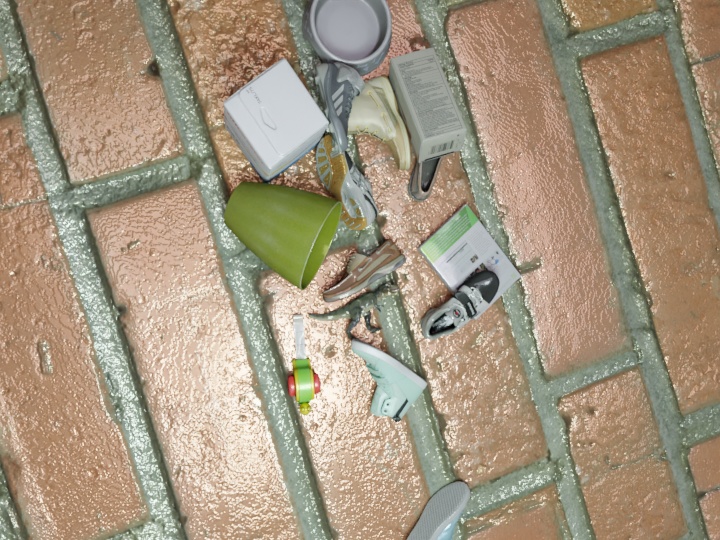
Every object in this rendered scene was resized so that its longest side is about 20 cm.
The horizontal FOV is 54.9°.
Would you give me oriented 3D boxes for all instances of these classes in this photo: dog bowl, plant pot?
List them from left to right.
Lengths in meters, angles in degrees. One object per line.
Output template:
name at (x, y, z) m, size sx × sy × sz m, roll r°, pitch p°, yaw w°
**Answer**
plant pot at (-0.162, -0.090, 1.365) m, size 0.196 × 0.187 × 0.191 m, roll 25°, pitch 85°, yaw 6°
dog bowl at (-0.023, -0.511, 1.441) m, size 0.194 × 0.059 × 0.206 m, roll 0°, pitch 89°, yaw -11°

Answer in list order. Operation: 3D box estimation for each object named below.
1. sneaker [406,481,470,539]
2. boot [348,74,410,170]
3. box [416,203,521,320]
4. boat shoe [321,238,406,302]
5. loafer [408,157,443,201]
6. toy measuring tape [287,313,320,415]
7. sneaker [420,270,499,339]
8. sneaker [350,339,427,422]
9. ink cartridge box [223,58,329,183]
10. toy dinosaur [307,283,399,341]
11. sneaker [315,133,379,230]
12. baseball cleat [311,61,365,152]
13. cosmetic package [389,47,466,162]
sneaker at (0.170, 0.543, 1.468) m, size 0.200 × 0.073 × 0.082 m, roll -47°, pitch 127°, yaw -12°
boot at (0.014, -0.288, 1.436) m, size 0.152 × 0.073 × 0.205 m, roll -19°, pitch 91°, yaw -10°
box at (0.234, -0.018, 1.494) m, size 0.144 × 0.036 × 0.201 m, roll -40°, pitch 97°, yaw -8°
boat shoe at (0.000, 0.000, 1.435) m, size 0.197 × 0.076 × 0.073 m, roll -30°, pitch 91°, yaw -19°
loafer at (0.151, -0.248, 1.466) m, size 0.070 × 0.063 × 0.206 m, roll 13°, pitch 87°, yaw -10°
toy measuring tape at (-0.118, 0.193, 1.409) m, size 0.071 × 0.074 × 0.206 m, roll -4°, pitch 90°, yaw -10°
sneaker at (0.211, 0.081, 1.433) m, size 0.199 × 0.089 × 0.074 m, roll -41°, pitch 95°, yaw 9°
sneaker at (0.038, 0.232, 1.421) m, size 0.199 × 0.073 × 0.120 m, roll 37°, pitch 84°, yaw -22°
ink cartridge box at (-0.167, -0.281, 1.339) m, size 0.145 × 0.200 × 0.148 m, roll -37°, pitch 96°, yaw -8°
toy dinosaur at (-0.004, 0.096, 1.446) m, size 0.196 × 0.047 × 0.090 m, roll -21°, pitch 90°, yaw -5°
sneaker at (-0.025, -0.185, 1.430) m, size 0.087 × 0.074 × 0.204 m, roll -30°, pitch 101°, yaw -51°
baseball cleat at (-0.033, -0.331, 1.364) m, size 0.104 × 0.070 × 0.205 m, roll -14°, pitch 72°, yaw -6°
cosmetic package at (0.134, -0.339, 1.418) m, size 0.101 × 0.088 × 0.205 m, roll -15°, pitch 71°, yaw -6°
